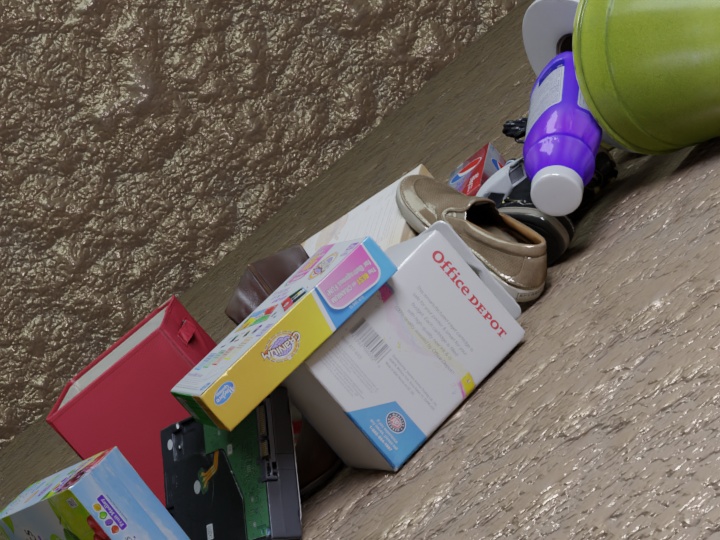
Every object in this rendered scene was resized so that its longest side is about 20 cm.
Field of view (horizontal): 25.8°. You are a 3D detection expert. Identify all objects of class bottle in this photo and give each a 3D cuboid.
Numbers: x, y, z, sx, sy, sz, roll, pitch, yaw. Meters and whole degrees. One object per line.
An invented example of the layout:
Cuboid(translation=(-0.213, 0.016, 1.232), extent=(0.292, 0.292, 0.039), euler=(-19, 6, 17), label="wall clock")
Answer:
Cuboid(translation=(0.196, -0.130, 1.524), extent=(0.084, 0.065, 0.200), euler=(-59, 11, 38), label="bottle")

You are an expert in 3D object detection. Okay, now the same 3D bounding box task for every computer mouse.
Cuboid(translation=(0.161, -0.101, 1.710), extent=(0.110, 0.044, 0.200), euler=(-26, -27, -42), label="computer mouse")

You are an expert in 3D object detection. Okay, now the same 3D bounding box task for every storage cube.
Cuboid(translation=(-0.236, 0.166, 1.857), extent=(0.200, 0.180, 0.171), euler=(-40, 10, 6), label="storage cube")

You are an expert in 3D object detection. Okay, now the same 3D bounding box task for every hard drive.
Cuboid(translation=(-0.122, 0.195, 1.459), extent=(0.038, 0.140, 0.200), euler=(3, -19, -33), label="hard drive")

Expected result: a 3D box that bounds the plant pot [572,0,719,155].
Cuboid(translation=(0.332, -0.209, 1.433), extent=(0.200, 0.201, 0.193), euler=(-44, 23, -24), label="plant pot")

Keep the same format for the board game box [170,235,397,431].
Cuboid(translation=(-0.070, 0.054, 1.378), extent=(0.200, 0.040, 0.153), euler=(-44, 9, -13), label="board game box")

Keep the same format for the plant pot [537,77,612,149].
Cuboid(translation=(0.283, -0.244, 1.838), extent=(0.200, 0.142, 0.200), euler=(-39, 10, 8), label="plant pot")

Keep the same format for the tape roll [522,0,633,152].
Cuboid(translation=(0.288, -0.242, 1.639), extent=(0.139, 0.203, 0.203), euler=(-43, 10, -20), label="tape roll")

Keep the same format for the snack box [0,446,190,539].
Cuboid(translation=(-0.236, 0.262, 1.450), extent=(0.068, 0.169, 0.200), euler=(-43, 9, -36), label="snack box")

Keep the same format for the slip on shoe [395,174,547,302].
Cuboid(translation=(0.108, -0.047, 1.521), extent=(0.076, 0.200, 0.061), euler=(-13, -49, -30), label="slip on shoe")

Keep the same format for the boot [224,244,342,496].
Cuboid(translation=(-0.075, 0.097, 1.484), extent=(0.186, 0.200, 0.064), euler=(-41, 9, -10), label="boot")

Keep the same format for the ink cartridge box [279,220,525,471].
Cuboid(translation=(0.038, 0.065, 1.419), extent=(0.200, 0.129, 0.125), euler=(-43, 9, -19), label="ink cartridge box")

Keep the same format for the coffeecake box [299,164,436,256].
Cuboid(translation=(0.000, 0.000, 1.646), extent=(0.200, 0.073, 0.154), euler=(-32, 23, 30), label="coffeecake box")

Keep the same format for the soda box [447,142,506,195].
Cuboid(translation=(0.145, -0.089, 1.899), extent=(0.070, 0.063, 0.200), euler=(-38, 11, 18), label="soda box")

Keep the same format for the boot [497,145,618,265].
Cuboid(translation=(0.200, -0.073, 1.609), extent=(0.151, 0.073, 0.200), euler=(-43, 4, -14), label="boot")

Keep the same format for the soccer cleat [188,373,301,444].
Cuboid(translation=(-0.102, 0.118, 1.558), extent=(0.067, 0.200, 0.077), euler=(-10, 66, 36), label="soccer cleat")
